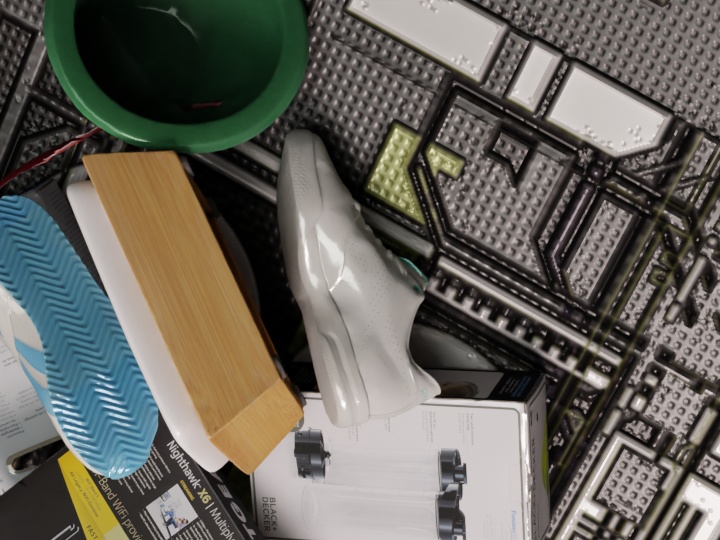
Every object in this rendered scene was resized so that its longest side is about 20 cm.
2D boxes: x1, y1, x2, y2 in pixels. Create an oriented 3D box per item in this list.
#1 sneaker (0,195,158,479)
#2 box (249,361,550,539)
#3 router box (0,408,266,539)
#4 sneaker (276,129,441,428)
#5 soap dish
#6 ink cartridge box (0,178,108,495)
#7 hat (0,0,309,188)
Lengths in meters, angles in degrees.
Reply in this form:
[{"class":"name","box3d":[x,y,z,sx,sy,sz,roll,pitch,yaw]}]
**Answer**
[{"class":"sneaker","box3d":[-0.198,0.048,1.513,0.076,0.081,0.201,-25,83,-20]},{"class":"box","box3d":[0.026,0.128,1.530,0.199,0.060,0.117,1,107,18]},{"class":"router box","box3d":[-0.146,0.204,1.529,0.157,0.052,0.200,-36,74,8]},{"class":"sneaker","box3d":[0.000,0.000,1.490,0.088,0.075,0.201,-12,80,-11]},{"class":"soap dish","box3d":[-0.109,0.025,1.459,0.081,0.157,0.201,-26,75,-1]},{"class":"ink cartridge box","box3d":[-0.256,0.061,1.613,0.196,0.043,0.201,-22,101,22]},{"class":"hat","box3d":[-0.151,-0.135,1.522,0.199,0.176,0.167,-1,77,-17]}]
